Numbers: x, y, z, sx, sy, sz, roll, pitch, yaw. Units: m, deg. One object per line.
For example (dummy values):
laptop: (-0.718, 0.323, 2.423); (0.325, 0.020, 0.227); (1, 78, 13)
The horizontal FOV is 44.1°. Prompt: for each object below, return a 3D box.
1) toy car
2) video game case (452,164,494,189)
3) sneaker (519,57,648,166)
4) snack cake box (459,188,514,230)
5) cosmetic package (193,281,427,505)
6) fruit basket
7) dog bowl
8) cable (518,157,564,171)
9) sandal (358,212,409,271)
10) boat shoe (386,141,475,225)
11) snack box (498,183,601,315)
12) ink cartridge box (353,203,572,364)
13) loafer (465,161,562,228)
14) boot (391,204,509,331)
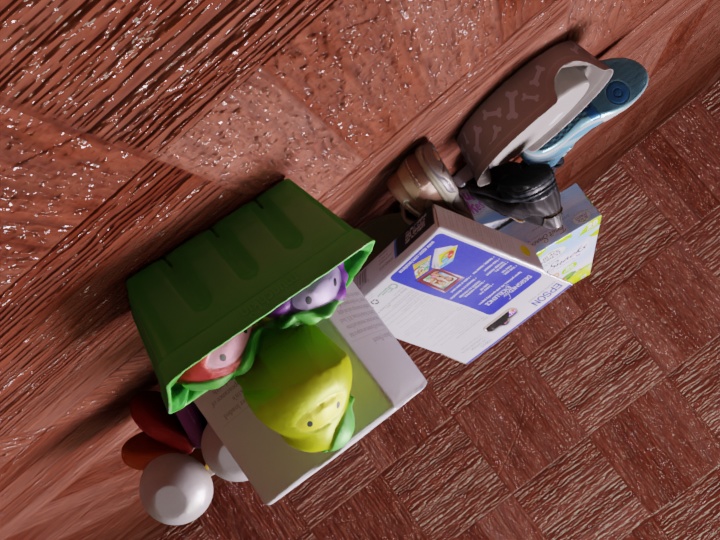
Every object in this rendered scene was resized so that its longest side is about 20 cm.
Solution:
toy car: (-0.189, 0.180, 1.034); (0.199, 0.150, 0.175); (-35, -171, 7)
video game case: (0.125, -0.097, 1.311); (0.200, 0.023, 0.182); (-42, 171, 15)
sneaker: (0.300, -0.216, 1.240); (0.199, 0.080, 0.131); (-29, 169, 0)
snack cake box: (0.160, -0.059, 1.255); (0.199, 0.067, 0.115); (-15, 151, -33)
cosmetic package: (-0.065, 0.094, 0.907); (0.165, 0.201, 0.165); (-38, 173, 14)
fruit basket: (-0.069, 0.060, 0.732); (0.215, 0.216, 0.156); (-35, 171, -20)
dog bowl: (0.196, -0.184, 1.030); (0.200, 0.059, 0.200); (-37, 172, -6)
cable: (0.245, -0.141, 1.396); (0.199, 0.051, 0.163); (-34, 169, -21)
sandal: (-0.003, -0.005, 1.108); (0.211, 0.078, 0.070); (-30, 176, 0)
boat shoe: (0.078, -0.078, 1.007); (0.071, 0.076, 0.200); (-30, 152, 8)
snack box: (0.254, -0.015, 1.287); (0.168, 0.068, 0.200); (-31, 153, -4)
ink cartridge box: (0.105, 0.022, 1.033); (0.199, 0.047, 0.198); (19, 137, -29)
loafer: (0.191, -0.092, 1.125); (0.072, 0.073, 0.200); (-30, -165, -6)
boot: (0.092, 0.013, 1.158); (0.077, 0.201, 0.138); (-25, 169, -45)
